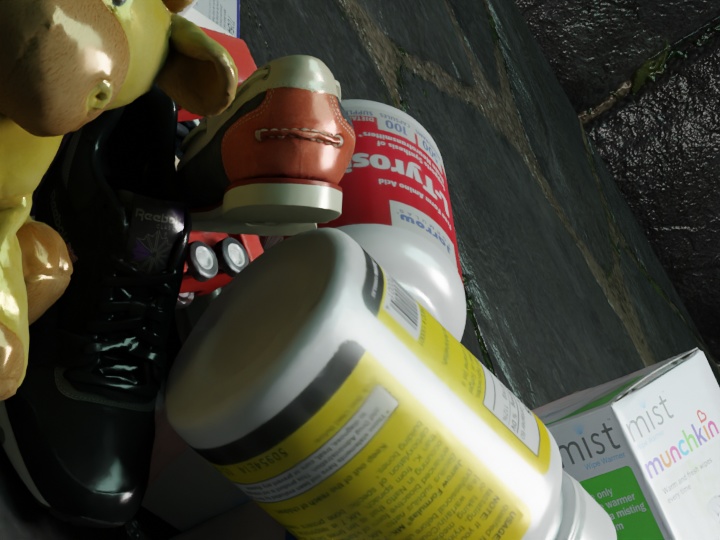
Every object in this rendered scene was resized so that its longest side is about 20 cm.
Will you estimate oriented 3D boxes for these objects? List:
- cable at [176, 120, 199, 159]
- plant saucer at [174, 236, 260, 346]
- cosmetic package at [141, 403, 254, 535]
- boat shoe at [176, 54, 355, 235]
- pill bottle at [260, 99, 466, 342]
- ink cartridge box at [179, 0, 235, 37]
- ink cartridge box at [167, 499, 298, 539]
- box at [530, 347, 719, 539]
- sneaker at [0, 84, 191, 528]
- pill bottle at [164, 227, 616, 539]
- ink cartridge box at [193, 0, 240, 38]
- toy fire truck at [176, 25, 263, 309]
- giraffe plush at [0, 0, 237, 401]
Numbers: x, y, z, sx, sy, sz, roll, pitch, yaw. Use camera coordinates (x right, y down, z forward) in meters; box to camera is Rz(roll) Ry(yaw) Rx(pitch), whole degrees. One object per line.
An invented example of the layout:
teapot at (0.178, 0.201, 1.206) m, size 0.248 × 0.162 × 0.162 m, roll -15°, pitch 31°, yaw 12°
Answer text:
cable at (-0.144, -0.137, 1.172) m, size 0.200 × 0.051 × 0.164 m, roll 51°, pitch 19°, yaw -41°
plant saucer at (-0.059, 0.044, 1.163) m, size 0.201 × 0.050 × 0.201 m, roll 57°, pitch 15°, yaw -24°
cosmetic package at (-0.017, 0.134, 1.028) m, size 0.199 × 0.051 × 0.083 m, roll 36°, pitch 25°, yaw -16°
boat shoe at (-0.048, -0.050, 0.906) m, size 0.200 × 0.071 × 0.063 m, roll 165°, pitch -74°, yaw -75°
pill bottle at (0.000, 0.000, 1.123) m, size 0.113 × 0.112 × 0.201 m, roll 55°, pitch 16°, yaw -32°
ink cartridge box at (-0.129, -0.206, 1.158) m, size 0.200 × 0.068 × 0.117 m, roll 40°, pitch 12°, yaw -10°
ink cartridge box at (-0.013, 0.223, 0.947) m, size 0.201 × 0.084 × 0.146 m, roll 56°, pitch 16°, yaw -25°
box at (0.127, 0.160, 1.106) m, size 0.096 × 0.199 × 0.178 m, roll -25°, pitch 91°, yaw -45°
sneaker at (-0.112, 0.007, 0.877) m, size 0.075 × 0.087 × 0.202 m, roll 10°, pitch 63°, yaw -33°
pill bottle at (0.018, 0.085, 0.907) m, size 0.200 × 0.114 × 0.115 m, roll 44°, pitch 21°, yaw -23°
ink cartridge box at (-0.148, -0.248, 1.371) m, size 0.201 × 0.040 × 0.200 m, roll 56°, pitch 16°, yaw -30°
toy fire truck at (-0.112, -0.052, 1.028) m, size 0.199 × 0.049 × 0.142 m, roll -7°, pitch 72°, yaw -56°
giraffe plush at (-0.140, -0.070, 0.796) m, size 0.172 × 0.162 × 0.201 m, roll 43°, pitch 22°, yaw -35°
